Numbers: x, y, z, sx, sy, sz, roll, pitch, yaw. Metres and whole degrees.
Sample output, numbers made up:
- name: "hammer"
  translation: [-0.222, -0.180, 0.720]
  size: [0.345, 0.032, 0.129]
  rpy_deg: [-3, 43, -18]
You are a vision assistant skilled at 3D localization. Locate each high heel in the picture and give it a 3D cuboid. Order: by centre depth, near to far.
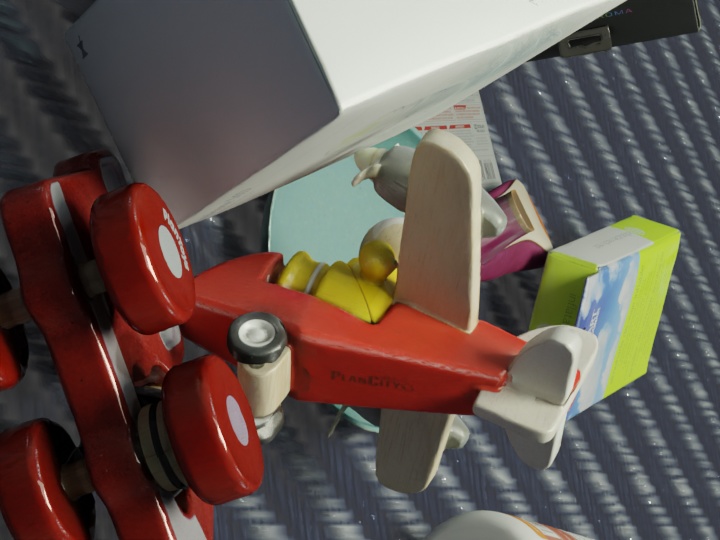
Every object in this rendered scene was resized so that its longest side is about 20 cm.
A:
- name: "high heel"
  translation: [0.082, -0.015, 1.233]
  size: [0.068, 0.095, 0.200]
  rpy_deg: [64, 10, 1]

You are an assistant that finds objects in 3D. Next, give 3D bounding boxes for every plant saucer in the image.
- name: "plant saucer"
  translation: [0.000, 0.000, 1.066]
  size: [0.199, 0.036, 0.202]
  rpy_deg: [12, 74, -48]

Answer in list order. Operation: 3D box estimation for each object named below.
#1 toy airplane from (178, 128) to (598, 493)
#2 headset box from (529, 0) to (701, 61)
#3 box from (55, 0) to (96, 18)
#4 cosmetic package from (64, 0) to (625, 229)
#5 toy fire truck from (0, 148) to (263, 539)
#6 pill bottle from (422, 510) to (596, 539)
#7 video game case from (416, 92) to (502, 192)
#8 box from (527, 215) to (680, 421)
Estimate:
- name: "toy airplane"
  translation: [0.029, 0.026, 0.922]
  size: [0.199, 0.199, 0.142]
  rpy_deg: [41, 35, -28]
- name: "headset box"
  translation: [0.157, -0.259, 1.301]
  size: [0.093, 0.172, 0.202]
  rpy_deg: [45, 37, -69]
- name: "box"
  translation: [-0.159, -0.249, 0.928]
  size: [0.158, 0.048, 0.202]
  rpy_deg: [33, 50, -49]
- name: "cosmetic package"
  translation: [-0.008, -0.128, 0.860]
  size: [0.199, 0.199, 0.124]
  rpy_deg: [-24, 89, -33]
- name: "toy fire truck"
  translation: [-0.112, 0.043, 0.836]
  size: [0.168, 0.111, 0.202]
  rpy_deg: [-47, 116, -78]
- name: "pill bottle"
  translation: [0.120, 0.222, 1.111]
  size: [0.199, 0.111, 0.113]
  rpy_deg: [25, 57, -51]
- name: "video game case"
  translation: [0.041, -0.146, 1.233]
  size: [0.143, 0.018, 0.202]
  rpy_deg: [-9, 85, -58]
- name: "box"
  translation: [0.174, 0.036, 1.291]
  size: [0.200, 0.047, 0.123]
  rpy_deg: [-19, 124, -59]
